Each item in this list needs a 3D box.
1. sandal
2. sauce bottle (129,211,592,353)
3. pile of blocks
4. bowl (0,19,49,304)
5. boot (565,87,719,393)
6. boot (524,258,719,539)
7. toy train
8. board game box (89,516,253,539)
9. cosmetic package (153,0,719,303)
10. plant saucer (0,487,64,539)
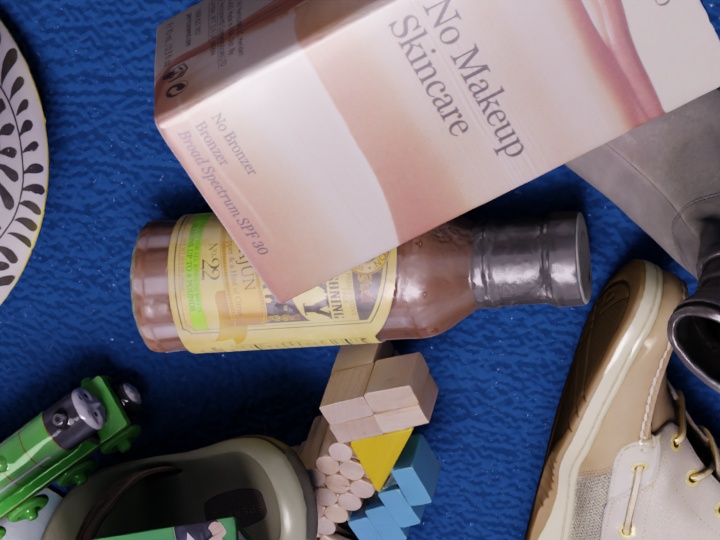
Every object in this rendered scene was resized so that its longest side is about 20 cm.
[{"bbox_3d":[-0.100,0.125,0.906,0.201,0.057,0.080,-30,83,45],"label":"sandal"},{"bbox_3d":[0.000,0.000,0.850,0.199,0.065,0.065,-5,119,14],"label":"sauce bottle"},{"bbox_3d":[-0.003,0.101,0.913,0.082,0.062,0.200,28,130,-6],"label":"pile of blocks"},{"bbox_3d":[-0.239,-0.045,0.811,0.200,0.094,0.201,1,95,6],"label":"bowl"},{"bbox_3d":[0.143,-0.009,0.762,0.200,0.131,0.068,34,124,4],"label":"boot"},{"bbox_3d":[0.161,0.092,0.864,0.154,0.072,0.200,15,127,4],"label":"boot"},{"bbox_3d":[-0.190,0.114,0.938,0.200,0.056,0.042,-37,74,15],"label":"toy train"},{"bbox_3d":[-0.090,0.172,0.891,0.134,0.029,0.200,-11,149,11],"label":"board game box"},{"bbox_3d":[0.030,-0.084,0.748,0.200,0.087,0.103,-28,121,12],"label":"cosmetic package"},{"bbox_3d":[-0.209,0.190,1.022,0.200,0.039,0.202,6,121,10],"label":"plant saucer"}]
